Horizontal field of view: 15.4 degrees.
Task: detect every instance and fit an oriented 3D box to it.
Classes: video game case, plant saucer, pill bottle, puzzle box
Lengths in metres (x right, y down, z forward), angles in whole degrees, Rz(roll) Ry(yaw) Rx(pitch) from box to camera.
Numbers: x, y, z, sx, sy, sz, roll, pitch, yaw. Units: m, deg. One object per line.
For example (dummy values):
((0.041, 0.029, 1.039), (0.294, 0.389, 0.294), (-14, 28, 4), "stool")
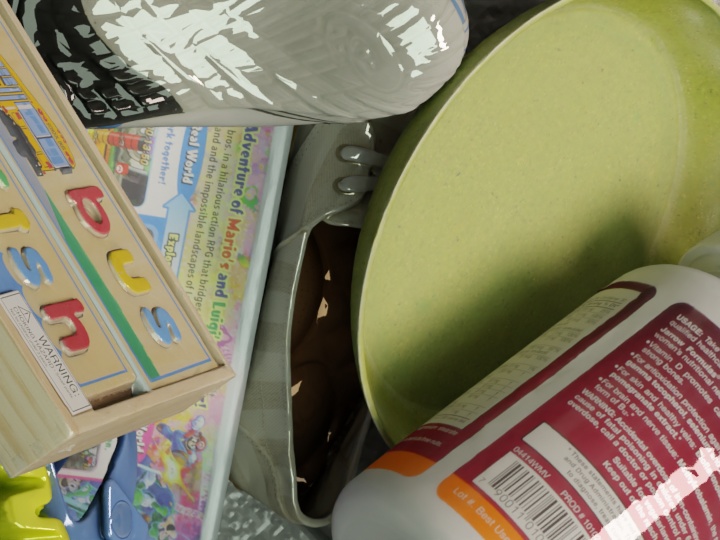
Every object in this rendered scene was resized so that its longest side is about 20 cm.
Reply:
((-0.124, 0.011, 0.929), (0.182, 0.024, 0.200), (9, 94, -22), "video game case")
((0.066, -0.017, 0.968), (0.200, 0.031, 0.200), (-25, 130, -34), "plant saucer")
((0.096, 0.067, 0.943), (0.200, 0.110, 0.110), (-35, 119, -24), "pill bottle")
((-0.118, -0.038, 0.791), (0.025, 0.133, 0.200), (-33, 85, 17), "puzzle box")

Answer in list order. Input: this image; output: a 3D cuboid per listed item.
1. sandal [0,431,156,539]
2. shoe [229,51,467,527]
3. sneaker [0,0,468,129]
((-0.109, 0.051, 0.897), (0.087, 0.079, 0.200), (-1, 91, -59), "sandal")
((0.000, 0.000, 0.971), (0.070, 0.053, 0.200), (10, 106, -22), "shoe")
((-0.064, -0.084, 0.891), (0.200, 0.072, 0.072), (4, 102, -3), "sneaker")
